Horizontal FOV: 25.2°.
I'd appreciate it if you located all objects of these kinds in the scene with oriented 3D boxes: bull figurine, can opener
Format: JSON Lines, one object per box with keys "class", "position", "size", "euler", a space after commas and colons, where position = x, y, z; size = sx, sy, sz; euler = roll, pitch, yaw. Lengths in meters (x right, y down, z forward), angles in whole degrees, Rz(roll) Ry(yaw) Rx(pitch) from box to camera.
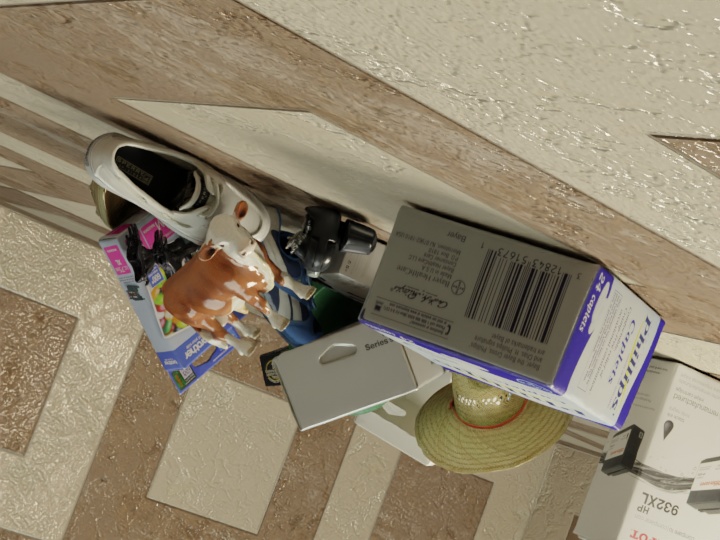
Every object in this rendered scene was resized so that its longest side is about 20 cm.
{"class": "bull figurine", "position": [-0.120, 0.012, 1.530], "size": [0.121, 0.065, 0.200], "euler": [41, 147, -10]}
{"class": "can opener", "position": [-0.037, -0.022, 1.546], "size": [0.078, 0.064, 0.200], "euler": [26, 174, -8]}

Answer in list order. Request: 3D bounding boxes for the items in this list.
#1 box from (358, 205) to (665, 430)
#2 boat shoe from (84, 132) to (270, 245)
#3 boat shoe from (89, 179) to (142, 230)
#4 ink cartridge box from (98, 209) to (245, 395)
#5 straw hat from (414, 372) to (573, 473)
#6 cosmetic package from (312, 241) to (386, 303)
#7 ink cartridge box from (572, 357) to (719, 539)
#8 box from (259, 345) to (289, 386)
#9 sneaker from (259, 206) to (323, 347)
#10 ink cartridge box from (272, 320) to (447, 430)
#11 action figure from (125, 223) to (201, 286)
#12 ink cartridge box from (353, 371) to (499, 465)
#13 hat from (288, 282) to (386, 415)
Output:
{"class": "box", "position": [0.128, 0.042, 1.327], "size": [0.183, 0.106, 0.200], "euler": [19, 175, 29]}
{"class": "boat shoe", "position": [-0.162, -0.074, 1.516], "size": [0.199, 0.072, 0.066], "euler": [31, 170, -29]}
{"class": "boat shoe", "position": [-0.273, -0.086, 1.795], "size": [0.065, 0.072, 0.200], "euler": [35, 172, 11]}
{"class": "ink cartridge box", "position": [-0.200, 0.023, 1.796], "size": [0.042, 0.119, 0.202], "euler": [-6, 116, 42]}
{"class": "straw hat", "position": [0.140, 0.128, 1.766], "size": [0.200, 0.200, 0.086], "euler": [15, 132, 45]}
{"class": "cosmetic package", "position": [0.000, 0.000, 1.683], "size": [0.082, 0.051, 0.200], "euler": [21, 175, -11]}
{"class": "ink cartridge box", "position": [0.329, 0.209, 1.666], "size": [0.144, 0.202, 0.084], "euler": [23, 174, -22]}
{"class": "box", "position": [-0.009, 0.104, 2.109], "size": [0.160, 0.050, 0.199], "euler": [-10, -177, 38]}
{"class": "sneaker", "position": [-0.080, 0.012, 1.695], "size": [0.074, 0.082, 0.200], "euler": [47, 174, 45]}
{"class": "ink cartridge box", "position": [0.018, 0.090, 1.673], "size": [0.145, 0.085, 0.200], "euler": [-22, 179, 23]}
{"class": "action figure", "position": [-0.148, -0.027, 1.749], "size": [0.199, 0.103, 0.118], "euler": [-1, -178, -40]}
{"class": "ink cartridge box", "position": [0.097, 0.152, 2.012], "size": [0.128, 0.126, 0.199], "euler": [26, -162, 33]}
{"class": "hat", "position": [0.018, 0.074, 1.969], "size": [0.164, 0.202, 0.176], "euler": [-18, 170, 23]}
